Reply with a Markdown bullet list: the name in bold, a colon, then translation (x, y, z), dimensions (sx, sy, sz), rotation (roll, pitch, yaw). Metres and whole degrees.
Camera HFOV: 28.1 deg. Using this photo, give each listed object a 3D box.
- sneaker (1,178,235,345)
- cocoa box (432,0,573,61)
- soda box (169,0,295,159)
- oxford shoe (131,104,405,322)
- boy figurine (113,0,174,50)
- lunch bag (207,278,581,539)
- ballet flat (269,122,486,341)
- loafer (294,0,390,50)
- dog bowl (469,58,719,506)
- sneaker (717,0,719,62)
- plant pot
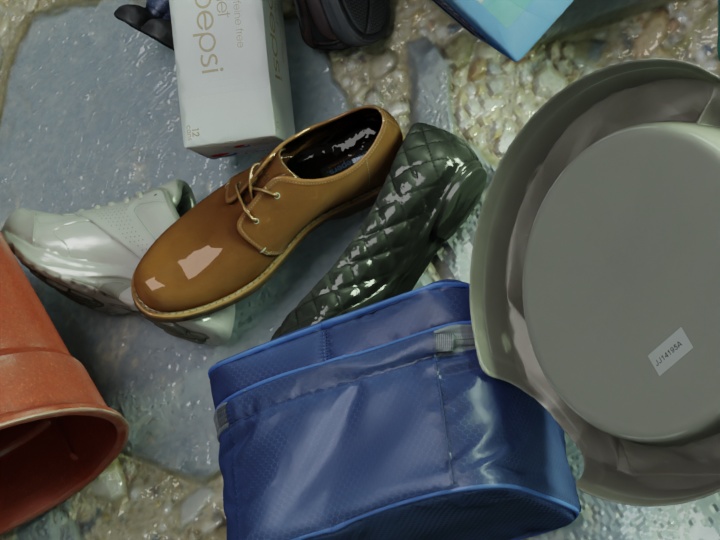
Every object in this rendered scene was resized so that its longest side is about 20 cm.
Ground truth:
- **sneaker**: translation (-0.153, -0.019, 0.977), dimensions (0.199, 0.078, 0.100), rotation (18, 76, 26)
- **cocoa box**: translation (0.096, -0.245, 0.833), dimensions (0.200, 0.133, 0.131), rotation (-48, 22, 7)
- **soda box**: translation (-0.088, -0.178, 0.946), dimensions (0.063, 0.068, 0.201), rotation (-7, 87, 9)
- **oxford shoe**: translation (-0.062, -0.042, 0.887), dimensions (0.200, 0.071, 0.071), rotation (-35, 69, -3)
- **boy figurine**: translation (-0.088, -0.244, 1.018), dimensions (0.124, 0.064, 0.200), rotation (36, 97, 37)
- **lunch bag**: translation (0.021, 0.084, 0.783), dimensions (0.199, 0.136, 0.133), rotation (-21, 64, 21)
- **ballet flat**: translation (0.000, 0.000, 0.871), dimensions (0.057, 0.066, 0.200), rotation (38, 86, 28)
- **loafer**: translation (-0.040, -0.239, 0.940), dimensions (0.063, 0.072, 0.201), rotation (-7, 104, 44)
- **dog bowl**: translation (0.141, 0.006, 0.661), dimensions (0.200, 0.059, 0.201), rotation (-3, 86, 48)
- **sneaker**: translation (0.222, -0.185, 0.776), dimensions (0.071, 0.080, 0.201), rotation (7, 91, 33)
- **plant pot**: translation (-0.277, 0.057, 0.917), dimensions (0.200, 0.201, 0.196), rotation (-34, 69, 17)
